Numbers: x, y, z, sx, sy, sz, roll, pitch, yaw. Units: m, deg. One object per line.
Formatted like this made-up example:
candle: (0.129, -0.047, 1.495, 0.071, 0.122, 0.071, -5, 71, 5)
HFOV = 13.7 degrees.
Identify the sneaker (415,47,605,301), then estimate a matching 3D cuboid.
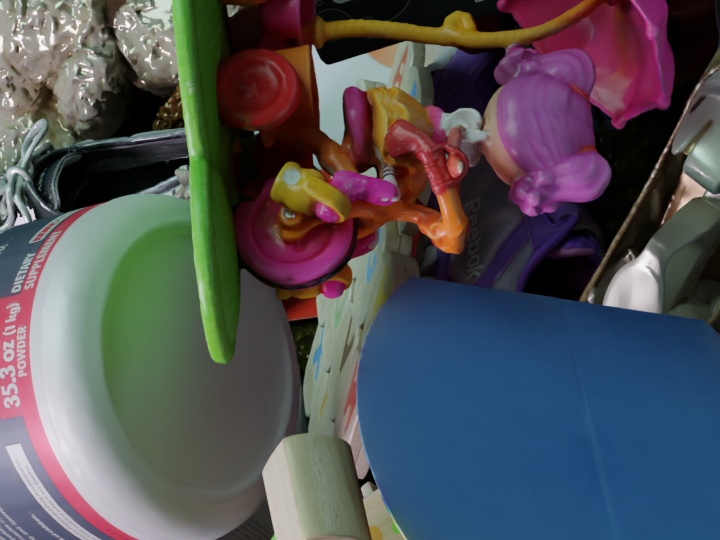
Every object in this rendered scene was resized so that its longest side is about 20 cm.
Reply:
sneaker: (0.069, -0.017, 1.317, 0.088, 0.080, 0.200, -17, 53, 31)

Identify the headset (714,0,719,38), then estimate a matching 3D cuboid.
headset: (0.239, -0.134, 1.206, 0.200, 0.094, 0.124, -39, 72, 20)

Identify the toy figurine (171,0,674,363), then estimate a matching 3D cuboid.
toy figurine: (0.028, -0.066, 1.132, 0.184, 0.150, 0.200, -5, 60, 2)

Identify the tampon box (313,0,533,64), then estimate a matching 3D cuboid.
tampon box: (0.055, -0.199, 1.215, 0.200, 0.150, 0.126, -16, 26, 20)

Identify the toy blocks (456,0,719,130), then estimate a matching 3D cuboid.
toy blocks: (0.118, -0.124, 1.311, 0.200, 0.100, 0.137, 2, 59, 20)

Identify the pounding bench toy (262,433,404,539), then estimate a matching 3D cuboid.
pounding bench toy: (-0.010, 0.150, 1.153, 0.156, 0.200, 0.124, -33, 40, 25)

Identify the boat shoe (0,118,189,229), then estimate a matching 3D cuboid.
boat shoe: (-0.155, -0.034, 1.528, 0.199, 0.068, 0.074, -5, 55, 20)

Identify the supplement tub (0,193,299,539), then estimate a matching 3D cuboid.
supplement tub: (-0.138, 0.053, 1.226, 0.200, 0.140, 0.140, -13, 52, 38)

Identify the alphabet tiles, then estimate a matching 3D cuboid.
alphabet tiles: (0.000, 0.000, 1.327, 0.200, 0.015, 0.196, -97, 21, -59)

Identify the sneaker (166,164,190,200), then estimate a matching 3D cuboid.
sneaker: (-0.111, 0.009, 1.466, 0.200, 0.089, 0.077, -46, 44, 25)

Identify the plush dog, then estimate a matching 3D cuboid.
plush dog: (-0.120, -0.143, 1.595, 0.172, 0.160, 0.200, 0, 60, 19)

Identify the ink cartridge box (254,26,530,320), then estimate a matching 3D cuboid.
ink cartridge box: (0.004, -0.075, 1.457, 0.162, 0.050, 0.200, -9, 52, 46)

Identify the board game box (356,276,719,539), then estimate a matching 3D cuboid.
board game box: (0.082, 0.084, 1.130, 0.039, 0.200, 0.158, -55, 36, 44)

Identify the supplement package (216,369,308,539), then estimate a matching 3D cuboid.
supplement package: (-0.098, 0.114, 1.351, 0.120, 0.121, 0.200, -34, 39, 23)

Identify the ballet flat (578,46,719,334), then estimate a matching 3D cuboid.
ballet flat: (0.141, -0.026, 1.192, 0.070, 0.065, 0.200, 32, 116, 20)
